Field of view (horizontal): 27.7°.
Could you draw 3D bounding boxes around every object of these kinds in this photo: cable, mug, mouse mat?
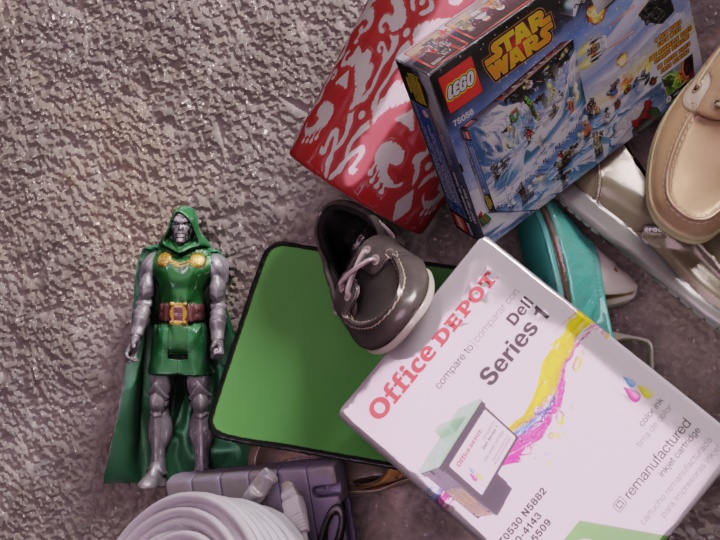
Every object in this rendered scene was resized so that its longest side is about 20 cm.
[{"bbox_3d":[-0.104,0.239,0.910,0.200,0.069,0.201,-44,43,19],"label":"cable"},{"bbox_3d":[0.064,-0.125,0.977,0.177,0.133,0.201,34,96,16],"label":"mug"},{"bbox_3d":[0.007,0.058,0.997,0.199,0.008,0.162,8,59,16],"label":"mouse mat"}]

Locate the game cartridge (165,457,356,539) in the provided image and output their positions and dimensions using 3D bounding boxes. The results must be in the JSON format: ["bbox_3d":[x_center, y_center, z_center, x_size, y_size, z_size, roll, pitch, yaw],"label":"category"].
[{"bbox_3d":[-0.059,0.232,1.000,0.129,0.038,0.202,-7,96,19],"label":"game cartridge"}]

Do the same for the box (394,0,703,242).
[{"bbox_3d":[0.126,-0.127,0.923,0.200,0.137,0.040,-36,40,-16],"label":"box"}]

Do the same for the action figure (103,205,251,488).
[{"bbox_3d":[-0.128,0.054,1.042,0.117,0.055,0.202,0,88,2],"label":"action figure"}]

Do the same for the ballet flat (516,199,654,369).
[{"bbox_3d":[0.157,0.040,0.976,0.070,0.067,0.202,-9,82,-12],"label":"ballet flat"}]

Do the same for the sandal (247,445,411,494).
[{"bbox_3d":[0.013,0.112,1.000,0.199,0.054,0.081,-19,81,7],"label":"sandal"}]

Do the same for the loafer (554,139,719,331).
[{"bbox_3d":[0.215,-0.020,0.954,0.200,0.075,0.070,40,99,14],"label":"loafer"}]

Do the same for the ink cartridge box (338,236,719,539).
[{"bbox_3d":[0.107,0.099,0.893,0.200,0.084,0.145,39,87,13],"label":"ink cartridge box"}]

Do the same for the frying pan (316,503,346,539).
[{"bbox_3d":[-0.029,0.262,0.969,0.115,0.031,0.190,38,107,5],"label":"frying pan"}]

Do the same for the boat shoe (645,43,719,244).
[{"bbox_3d":[0.242,-0.111,0.928,0.071,0.065,0.201,28,72,1],"label":"boat shoe"}]

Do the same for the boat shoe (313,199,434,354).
[{"bbox_3d":[0.000,0.000,0.934,0.057,0.200,0.067,36,98,-13],"label":"boat shoe"}]
